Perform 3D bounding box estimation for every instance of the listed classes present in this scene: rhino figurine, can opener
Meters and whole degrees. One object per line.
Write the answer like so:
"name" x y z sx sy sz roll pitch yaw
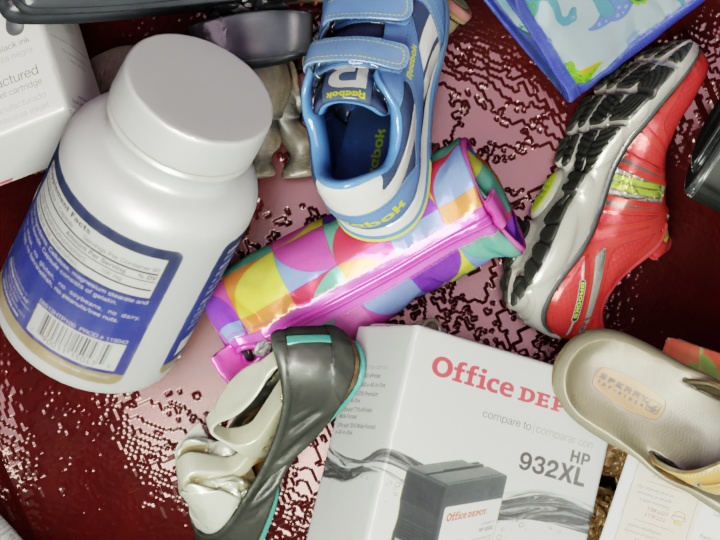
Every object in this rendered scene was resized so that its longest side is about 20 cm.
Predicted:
"rhino figurine" -0.129 -0.095 1.628 0.200 0.060 0.088 -3 90 7
"can opener" -0.112 -0.161 1.542 0.200 0.063 0.079 -2 76 -31

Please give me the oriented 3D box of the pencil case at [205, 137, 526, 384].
"pencil case" 0.000 0.000 1.603 0.200 0.088 0.088 -32 89 8

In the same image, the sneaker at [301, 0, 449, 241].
"sneaker" 0.006 -0.121 1.541 0.074 0.082 0.200 -5 79 20

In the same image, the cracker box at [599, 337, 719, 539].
"cracker box" 0.213 0.155 1.556 0.134 0.058 0.200 18 81 12

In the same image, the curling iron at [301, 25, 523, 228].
"curling iron" 0.041 -0.081 1.641 0.050 0.026 0.200 -44 89 2

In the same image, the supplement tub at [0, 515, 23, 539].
"supplement tub" -0.279 0.183 1.585 0.145 0.145 0.200 -42 89 0

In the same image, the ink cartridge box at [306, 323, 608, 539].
"ink cartridge box" 0.054 0.144 1.556 0.145 0.084 0.200 17 81 -23

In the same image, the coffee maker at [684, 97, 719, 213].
"coffee maker" 0.295 -0.039 1.581 0.200 0.135 0.192 29 90 1

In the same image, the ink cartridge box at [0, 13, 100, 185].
"ink cartridge box" -0.251 -0.152 1.591 0.145 0.085 0.200 -21 74 10

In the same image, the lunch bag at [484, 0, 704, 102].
"lunch bag" 0.133 -0.228 1.599 0.170 0.127 0.200 -38 101 -1

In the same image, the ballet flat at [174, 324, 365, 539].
"ballet flat" -0.070 0.104 1.585 0.068 0.068 0.200 11 125 -29

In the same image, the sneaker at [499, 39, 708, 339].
"sneaker" 0.161 -0.048 1.626 0.085 0.077 0.200 31 88 -22

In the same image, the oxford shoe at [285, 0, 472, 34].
"oxford shoe" -0.028 -0.186 1.629 0.200 0.070 0.075 30 100 9

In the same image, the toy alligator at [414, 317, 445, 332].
"toy alligator" 0.036 0.129 1.626 0.059 0.054 0.200 -2 89 -26

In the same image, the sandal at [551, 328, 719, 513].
"sandal" 0.202 0.092 1.510 0.200 0.054 0.080 26 84 6

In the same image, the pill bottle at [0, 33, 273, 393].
"pill bottle" -0.127 -0.035 1.538 0.120 0.120 0.200 32 129 1

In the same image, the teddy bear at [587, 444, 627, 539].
"teddy bear" 0.207 0.140 1.624 0.200 0.067 0.145 -7 80 7
